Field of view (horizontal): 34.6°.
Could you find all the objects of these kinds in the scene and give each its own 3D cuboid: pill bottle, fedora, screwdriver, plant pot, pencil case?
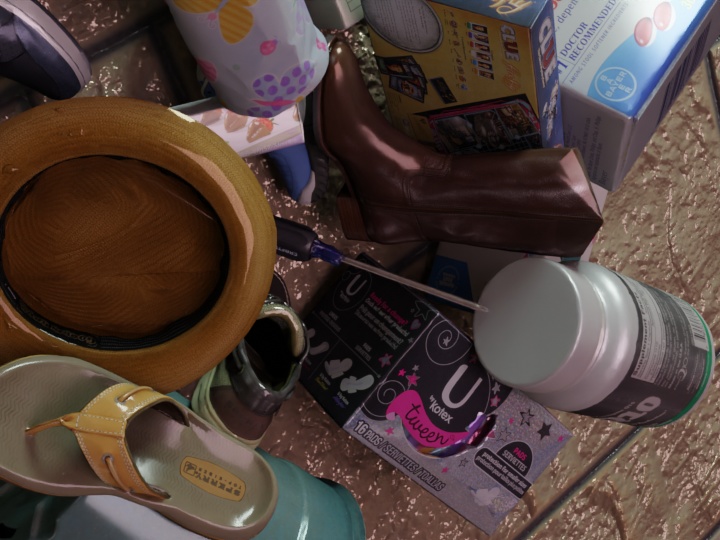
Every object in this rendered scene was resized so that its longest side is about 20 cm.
[{"bbox_3d":[0.181,0.056,0.890,0.199,0.113,0.114,17,89,-46],"label":"pill bottle"},{"bbox_3d":[-0.154,-0.017,0.718,0.199,0.082,0.202,-2,105,-9],"label":"fedora"},{"bbox_3d":[0.000,0.000,0.861,0.029,0.199,0.028,-69,169,21],"label":"screwdriver"},{"bbox_3d":[-0.134,0.177,0.787,0.196,0.200,0.201,43,73,-27],"label":"plant pot"},{"bbox_3d":[-0.087,-0.185,0.693,0.083,0.091,0.200,-21,137,8],"label":"pencil case"}]

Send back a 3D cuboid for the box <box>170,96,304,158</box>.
[{"bbox_3d":[-0.137,-0.083,0.772,0.198,0.041,0.039,-17,112,-14],"label":"box"}]

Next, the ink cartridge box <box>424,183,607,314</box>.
[{"bbox_3d":[0.140,-0.055,0.981,0.067,0.116,0.202,15,90,-46],"label":"ink cartridge box"}]

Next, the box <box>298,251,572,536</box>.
[{"bbox_3d":[0.054,0.099,0.929,0.115,0.132,0.200,-50,126,-1],"label":"box"}]

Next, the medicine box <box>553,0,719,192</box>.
[{"bbox_3d":[0.163,-0.195,0.907,0.183,0.199,0.103,-53,161,-19],"label":"medicine box"}]

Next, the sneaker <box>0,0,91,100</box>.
[{"bbox_3d":[-0.269,-0.120,0.670,0.202,0.077,0.147,33,68,-28],"label":"sneaker"}]

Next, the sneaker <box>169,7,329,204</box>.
[{"bbox_3d":[-0.076,-0.135,0.841,0.076,0.076,0.201,-21,118,-2],"label":"sneaker"}]

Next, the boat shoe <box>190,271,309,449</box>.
[{"bbox_3d":[-0.066,0.051,0.808,0.065,0.201,0.073,-40,113,22],"label":"boat shoe"}]

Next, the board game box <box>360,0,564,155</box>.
[{"bbox_3d":[0.079,-0.135,0.843,0.035,0.135,0.200,-58,154,-23],"label":"board game box"}]

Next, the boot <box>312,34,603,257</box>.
[{"bbox_3d":[0.074,-0.085,0.820,0.187,0.198,0.065,74,29,-46],"label":"boot"}]

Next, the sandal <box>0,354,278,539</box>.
[{"bbox_3d":[-0.129,0.102,0.668,0.199,0.054,0.081,26,62,-22],"label":"sandal"}]

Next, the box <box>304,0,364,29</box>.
[{"bbox_3d":[-0.036,-0.282,0.824,0.095,0.077,0.201,-37,120,-26],"label":"box"}]
